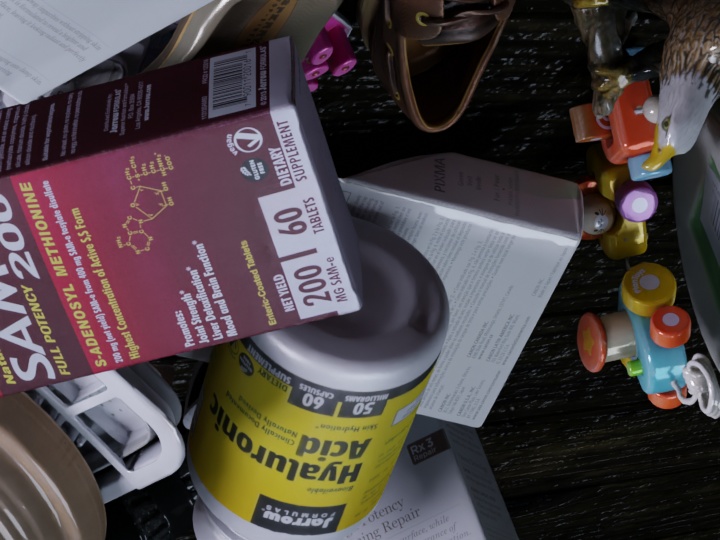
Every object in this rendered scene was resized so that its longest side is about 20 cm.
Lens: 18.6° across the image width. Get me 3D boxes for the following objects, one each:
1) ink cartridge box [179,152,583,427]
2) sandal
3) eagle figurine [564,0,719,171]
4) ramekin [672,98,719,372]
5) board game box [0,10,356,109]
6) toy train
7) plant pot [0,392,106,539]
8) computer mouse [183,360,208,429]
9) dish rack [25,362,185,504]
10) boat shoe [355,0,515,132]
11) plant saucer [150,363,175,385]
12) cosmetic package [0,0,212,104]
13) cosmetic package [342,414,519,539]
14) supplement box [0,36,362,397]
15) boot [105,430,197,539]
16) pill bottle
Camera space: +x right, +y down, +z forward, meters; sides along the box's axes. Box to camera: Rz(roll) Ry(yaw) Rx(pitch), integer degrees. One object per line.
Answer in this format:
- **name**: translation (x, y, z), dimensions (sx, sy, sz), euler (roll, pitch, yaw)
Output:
- **ink cartridge box**: translation (0.000, 0.000, 1.185), dimensions (0.199, 0.050, 0.161), euler (15, 133, -10)
- **sandal**: translation (-0.060, -0.066, 0.961), dimensions (0.080, 0.054, 0.200), euler (-6, 152, -34)
- **eagle figurine**: translation (0.176, -0.099, 0.974), dimensions (0.200, 0.151, 0.152), euler (10, -178, 42)
- **ramekin**: translation (0.247, -0.019, 1.235), dimensions (0.097, 0.200, 0.200), euler (-11, 156, -7)
- **board game box**: translation (-0.123, -0.083, 0.972), dimensions (0.200, 0.026, 0.200), euler (-30, 156, 16)
- **toy train**: translation (0.142, -0.015, 1.191), dimensions (0.055, 0.201, 0.150), euler (-11, 180, -4)
- **plant pot**: translation (-0.232, 0.123, 1.059), dimensions (0.200, 0.093, 0.201), euler (15, 138, 14)
- **computer mouse**: translation (-0.031, 0.026, 1.274), dimensions (0.200, 0.044, 0.110), euler (-36, 158, 17)
- **dish rack**: translation (-0.187, 0.051, 1.064), dimensions (0.172, 0.044, 0.200), euler (44, 135, -19)
- **boat shoe**: translation (0.044, -0.132, 0.953), dimensions (0.072, 0.068, 0.200), euler (-8, 154, -12)
- **plant saucer**: translation (-0.194, 0.101, 1.231), dimensions (0.200, 0.037, 0.200), euler (-19, 173, -2)
- **cosmetic package**: translation (-0.077, -0.153, 0.795), dimensions (0.200, 0.081, 0.113), euler (-28, 157, 10)
- **cosmetic package**: translation (0.020, 0.119, 1.315), dimensions (0.102, 0.200, 0.074), euler (-29, 156, 14)
- **supplement box**: translation (-0.109, -0.017, 0.920), dimensions (0.199, 0.061, 0.109), euler (-14, 125, 7)
- **boot**: translation (-0.134, 0.148, 1.338), dimensions (0.157, 0.080, 0.211), euler (-15, -171, -5)
- **pill bottle**: translation (-0.030, 0.075, 1.151), dimensions (0.111, 0.111, 0.200), euler (-10, 141, -26)
